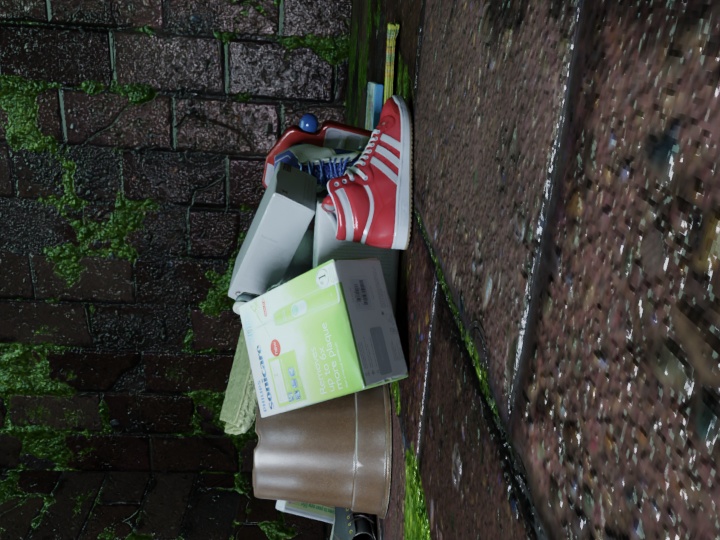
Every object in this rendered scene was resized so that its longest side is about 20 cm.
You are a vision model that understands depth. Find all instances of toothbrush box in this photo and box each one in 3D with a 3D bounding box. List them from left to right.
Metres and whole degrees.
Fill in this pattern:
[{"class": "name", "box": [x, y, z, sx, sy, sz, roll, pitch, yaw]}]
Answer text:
[{"class": "toothbrush box", "box": [-0.052, 0.085, 0.811, 0.197, 0.085, 0.150, -23, 76, 43]}]

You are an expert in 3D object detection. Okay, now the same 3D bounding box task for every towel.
[{"class": "towel", "box": [-0.183, 0.165, 1.076, 0.148, 0.036, 0.206, -24, 53, 63]}, {"class": "towel", "box": [0.046, -0.280, 1.030, 0.086, 0.017, 0.206, -84, -4, -69]}]

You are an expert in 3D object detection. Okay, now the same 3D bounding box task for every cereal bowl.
[{"class": "cereal bowl", "box": [-0.124, 0.020, 1.146, 0.198, 0.082, 0.206, -26, 55, 42]}]

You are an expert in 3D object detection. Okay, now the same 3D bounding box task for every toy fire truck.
[{"class": "toy fire truck", "box": [-0.066, -0.183, 1.144, 0.113, 0.194, 0.172, -89, 15, -59]}]

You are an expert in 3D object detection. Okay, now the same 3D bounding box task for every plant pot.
[{"class": "plant pot", "box": [-0.059, 0.261, 0.979, 0.200, 0.191, 0.208, -179, 90, -85]}]

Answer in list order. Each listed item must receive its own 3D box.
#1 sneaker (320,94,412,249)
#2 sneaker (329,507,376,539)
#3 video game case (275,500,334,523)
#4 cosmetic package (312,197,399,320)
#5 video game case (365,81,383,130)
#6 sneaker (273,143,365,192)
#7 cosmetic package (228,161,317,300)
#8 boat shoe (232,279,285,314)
[{"class": "sneaker", "box": [0.007, -0.128, 0.812, 0.072, 0.109, 0.207, 105, 166, -70]}, {"class": "sneaker", "box": [-0.001, 0.388, 1.086, 0.106, 0.073, 0.207, 145, 131, -67]}, {"class": "video game case", "box": [-0.059, 0.332, 1.134, 0.199, 0.022, 0.187, 40, -122, -50]}, {"class": "cosmetic package", "box": [-0.012, 0.000, 0.969, 0.199, 0.119, 0.207, -116, 27, -81]}, {"class": "video game case", "box": [0.025, -0.297, 1.307, 0.201, 0.017, 0.148, -102, 15, -73]}, {"class": "sneaker", "box": [-0.041, -0.160, 1.040, 0.115, 0.193, 0.083, -140, 46, -72]}, {"class": "cosmetic package", "box": [-0.135, -0.051, 1.010, 0.202, 0.072, 0.103, -58, 20, 32]}, {"class": "boat shoe", "box": [-0.126, 0.046, 0.977, 0.199, 0.071, 0.064, 27, -108, -67]}]
